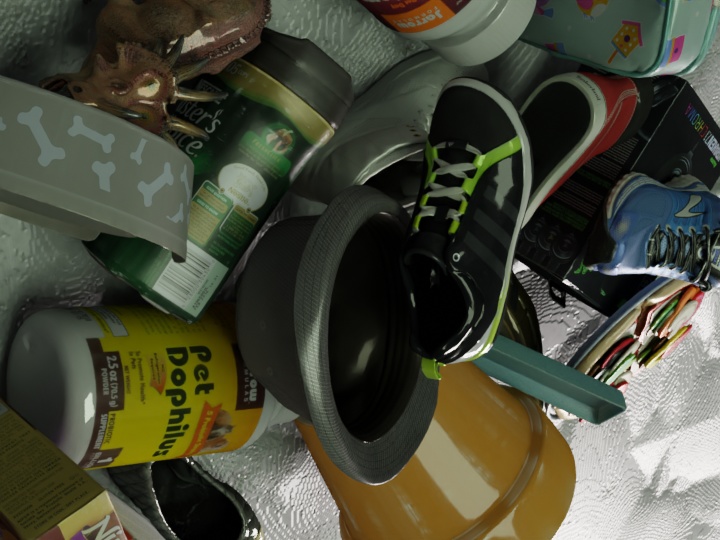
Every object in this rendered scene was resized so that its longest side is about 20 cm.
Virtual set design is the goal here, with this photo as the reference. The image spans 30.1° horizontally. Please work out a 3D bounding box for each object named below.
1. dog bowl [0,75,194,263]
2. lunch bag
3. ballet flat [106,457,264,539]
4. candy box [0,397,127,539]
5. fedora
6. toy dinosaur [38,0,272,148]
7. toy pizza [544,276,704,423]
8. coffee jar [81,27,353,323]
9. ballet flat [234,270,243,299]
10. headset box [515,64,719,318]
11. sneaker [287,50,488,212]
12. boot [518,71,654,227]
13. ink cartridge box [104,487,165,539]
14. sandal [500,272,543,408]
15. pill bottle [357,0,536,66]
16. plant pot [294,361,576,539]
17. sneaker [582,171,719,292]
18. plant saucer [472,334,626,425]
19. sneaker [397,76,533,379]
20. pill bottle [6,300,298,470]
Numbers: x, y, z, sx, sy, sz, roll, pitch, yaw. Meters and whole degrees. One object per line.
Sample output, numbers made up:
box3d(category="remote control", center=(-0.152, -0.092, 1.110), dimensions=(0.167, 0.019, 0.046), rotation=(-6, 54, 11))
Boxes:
box3d(category="dog bowl", center=(-0.186, -0.062, 0.761), dimensions=(0.200, 0.200, 0.059), rotation=(24, 81, -45))
box3d(category="lunch bag", center=(0.178, -0.232, 0.965), dimensions=(0.077, 0.200, 0.161), rotation=(-8, 116, -40))
box3d(category="ballet flat", center=(-0.132, 0.184, 1.031), dimensions=(0.066, 0.057, 0.200), rotation=(-47, 135, -9))
box3d(category="candy box", center=(-0.216, 0.146, 0.838), dimensions=(0.056, 0.200, 0.117), rotation=(-34, 130, -26))
box3d(category="fedora", center=(-0.021, 0.040, 0.904), dimensions=(0.177, 0.090, 0.200), rotation=(-51, 136, -46))
box3d(category="toy dinosaur", center=(-0.108, -0.141, 0.817), dimensions=(0.200, 0.135, 0.086), rotation=(-39, 133, -18))
box3d(category="toy pizza", center=(0.246, 0.072, 1.196), dimensions=(0.200, 0.032, 0.200), rotation=(-35, 157, -17))
box3d(category="coffee jar", center=(-0.093, -0.070, 0.890), dimensions=(0.085, 0.104, 0.200), rotation=(38, 86, -31))
box3d(category="ballet flat", center=(0.000, 0.000, 1.038), dimensions=(0.200, 0.064, 0.076), rotation=(-17, 125, -33))
box3d(category="headset box", center=(0.210, -0.063, 1.139), dimensions=(0.200, 0.093, 0.174), rotation=(-58, 148, 1))
box3d(category="sneaker", center=(0.043, -0.096, 0.987), dimensions=(0.200, 0.116, 0.074), rotation=(-33, 129, -24))
box3d(category="boot", center=(0.136, -0.077, 1.023), dimensions=(0.200, 0.072, 0.144), rotation=(-45, 166, 33))
box3d(category="ink cartridge box", center=(-0.156, 0.207, 0.921), dimensions=(0.050, 0.200, 0.109), rotation=(-49, 135, -9))
box3d(category="sandal", center=(0.116, 0.041, 1.161), dimensions=(0.200, 0.054, 0.080), rotation=(64, 25, -25))
box3d(category="pill bottle", center=(0.032, -0.226, 0.909), dimensions=(0.200, 0.110, 0.110), rotation=(32, 91, -45))
box3d(category="plant pot", center=(0.043, 0.137, 1.077), dimensions=(0.200, 0.200, 0.183), rotation=(-44, 118, -13))
box3d(category="sneaker", center=(0.249, -0.029, 1.048), dimensions=(0.200, 0.089, 0.079), rotation=(-14, 127, -47))
box3d(category="plant saucer", center=(0.121, 0.075, 1.105), dimensions=(0.070, 0.200, 0.019), rotation=(122, -8, -70))
box3d(category="sneaker", center=(0.066, -0.027, 0.884), dimensions=(0.083, 0.072, 0.200), rotation=(-13, 106, -59))
box3d(category="pill bottle", center=(-0.135, 0.077, 0.933), dimensions=(0.200, 0.109, 0.109), rotation=(-2, 114, -40))
